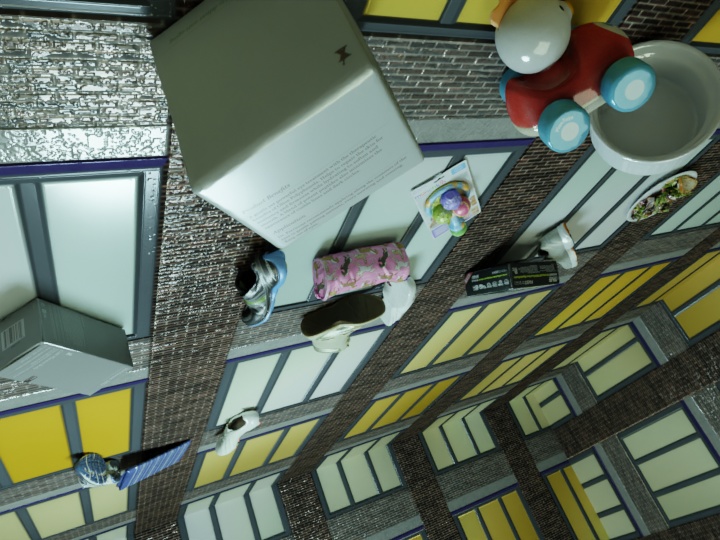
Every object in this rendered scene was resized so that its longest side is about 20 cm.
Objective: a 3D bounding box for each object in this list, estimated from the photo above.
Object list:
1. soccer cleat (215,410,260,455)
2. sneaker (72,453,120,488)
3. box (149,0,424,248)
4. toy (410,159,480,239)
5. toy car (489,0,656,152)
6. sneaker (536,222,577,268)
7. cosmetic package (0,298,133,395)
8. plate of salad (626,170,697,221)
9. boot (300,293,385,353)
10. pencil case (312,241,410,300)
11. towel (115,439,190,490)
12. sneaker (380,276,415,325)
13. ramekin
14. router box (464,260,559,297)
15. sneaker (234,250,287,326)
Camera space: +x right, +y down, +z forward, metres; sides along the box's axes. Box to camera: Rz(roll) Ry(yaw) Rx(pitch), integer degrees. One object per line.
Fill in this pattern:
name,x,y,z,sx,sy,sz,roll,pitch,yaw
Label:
soccer cleat,-0.378,0.477,1.688,0.200,0.070,0.077,-44,144,20
sneaker,-0.707,0.538,1.498,0.084,0.078,0.201,-18,153,-4
box,-0.074,-0.174,0.592,0.197,0.203,0.171,-29,156,12
toy,0.175,-0.116,1.089,0.114,0.048,0.200,-30,154,6
toy car,0.249,-0.296,0.739,0.175,0.186,0.201,-31,125,13
sneaker,0.506,-0.053,1.485,0.091,0.077,0.200,-23,148,15
cosmetic package,-0.479,0.130,0.928,0.106,0.091,0.200,-32,150,8
plate of salad,0.801,-0.186,1.510,0.197,0.049,0.201,-21,154,-10
boot,-0.032,0.129,1.336,0.196,0.073,0.155,-19,153,-1
pencil case,0.000,0.000,1.116,0.196,0.089,0.082,-11,-178,-27
towel,-0.602,0.562,1.660,0.198,0.024,0.145,-18,155,-45
sneaker,0.101,0.054,1.333,0.087,0.076,0.201,-27,163,-24
ramekin,0.469,-0.255,0.929,0.198,0.203,0.098,-30,161,11
router box,0.383,0.020,1.446,0.197,0.064,0.149,-4,174,-37
sneaker,-0.189,0.030,1.031,0.081,0.072,0.201,4,143,-21
